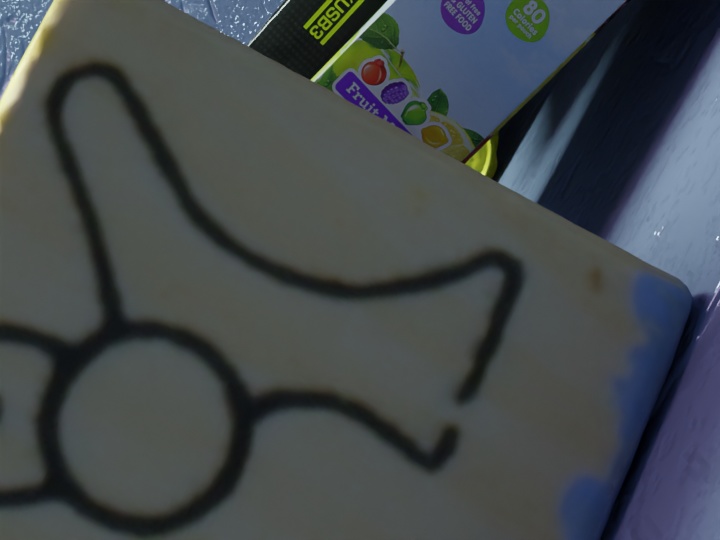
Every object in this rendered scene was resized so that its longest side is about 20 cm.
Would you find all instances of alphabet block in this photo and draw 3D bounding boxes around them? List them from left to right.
[{"bbox_3d":[-0.046,0.056,0.543,0.197,0.199,0.196,-64,6,-16],"label":"alphabet block"}]

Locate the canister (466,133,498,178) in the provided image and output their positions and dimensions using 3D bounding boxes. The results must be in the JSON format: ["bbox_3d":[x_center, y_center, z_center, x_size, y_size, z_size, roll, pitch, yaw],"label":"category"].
[{"bbox_3d":[0.012,-0.109,1.002,0.200,0.147,0.087,-69,-27,-64],"label":"canister"}]

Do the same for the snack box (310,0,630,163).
[{"bbox_3d":[0.056,-0.106,0.701,0.200,0.068,0.169,-43,4,7],"label":"snack box"}]

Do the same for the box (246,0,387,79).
[{"bbox_3d":[0.038,-0.187,0.861,0.193,0.048,0.200,-42,9,24],"label":"box"}]
